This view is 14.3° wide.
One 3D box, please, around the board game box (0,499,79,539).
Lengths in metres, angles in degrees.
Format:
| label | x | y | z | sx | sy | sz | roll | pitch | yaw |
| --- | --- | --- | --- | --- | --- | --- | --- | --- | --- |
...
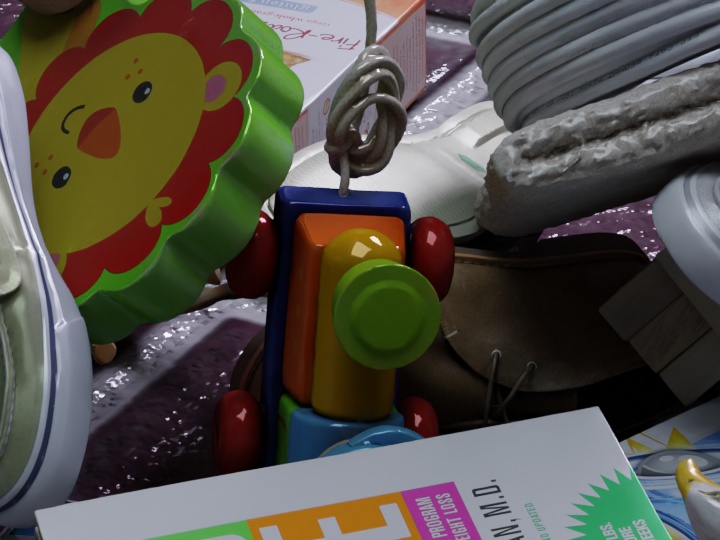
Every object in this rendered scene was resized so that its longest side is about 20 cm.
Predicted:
| label | x | y | z | sx | sy | sz | roll | pitch | yaw |
| --- | --- | --- | --- | --- | --- | --- | --- | --- | --- |
| board game box | -0.049 | 0.138 | 0.976 | 0.200 | 0.035 | 0.126 | 10 | 31 | 19 |

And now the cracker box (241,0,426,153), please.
| label | x | y | z | sx | sy | sz | roll | pitch | yaw |
| --- | --- | --- | --- | --- | --- | --- | --- | --- | --- |
| cracker box | -0.066 | -0.082 | 1.367 | 0.134 | 0.058 | 0.200 | 11 | 30 | 20 |

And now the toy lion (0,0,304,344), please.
| label | x | y | z | sx | sy | sz | roll | pitch | yaw |
| --- | --- | --- | --- | --- | --- | --- | --- | --- | --- |
| toy lion | -0.116 | -0.038 | 1.108 | 0.200 | 0.069 | 0.192 | -41 | 43 | 12 |

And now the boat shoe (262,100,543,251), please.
| label | x | y | z | sx | sy | sz | roll | pitch | yaw |
| --- | --- | --- | --- | --- | --- | --- | --- | --- | --- |
| boat shoe | 0.022 | -0.019 | 1.205 | 0.072 | 0.068 | 0.200 | 40 | 31 | 23 |

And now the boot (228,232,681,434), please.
| label | x | y | z | sx | sy | sz | roll | pitch | yaw |
| --- | --- | --- | --- | --- | --- | --- | --- | --- | --- |
| boot | 0.047 | 0.036 | 1.139 | 0.200 | 0.074 | 0.075 | -12 | 40 | -25 |

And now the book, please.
| label | x | y | z | sx | sy | sz | roll | pitch | yaw |
| --- | --- | --- | --- | --- | --- | --- | --- | --- | --- |
| book | 0.007 | 0.118 | 0.929 | 0.200 | 0.048 | 0.134 | -11 | 41 | -15 |

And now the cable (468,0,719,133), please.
| label | x | y | z | sx | sy | sz | roll | pitch | yaw |
| --- | --- | --- | --- | --- | --- | --- | --- | --- | --- |
| cable | 0.142 | -0.110 | 1.135 | 0.200 | 0.069 | 0.200 | -14 | -9 | -36 |

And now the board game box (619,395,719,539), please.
| label | x | y | z | sx | sy | sz | roll | pitch | yaw |
| --- | --- | --- | --- | --- | --- | --- | --- | --- | --- |
| board game box | 0.161 | 0.094 | 1.057 | 0.200 | 0.034 | 0.135 | -22 | 35 | -35 |

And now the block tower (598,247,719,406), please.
| label | x | y | z | sx | sy | sz | roll | pitch | yaw |
| --- | --- | --- | --- | --- | --- | --- | --- | --- | --- |
| block tower | 0.163 | -0.006 | 1.173 | 0.054 | 0.058 | 0.200 | 50 | 29 | 5 |

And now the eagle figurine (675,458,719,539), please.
| label | x | y | z | sx | sy | sz | roll | pitch | yaw |
| --- | --- | --- | --- | --- | --- | --- | --- | --- | --- |
| eagle figurine | 0.124 | 0.114 | 0.836 | 0.200 | 0.152 | 0.151 | -29 | 24 | -23 |

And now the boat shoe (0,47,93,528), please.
| label | x | y | z | sx | sy | sz | roll | pitch | yaw |
| --- | --- | --- | --- | --- | --- | --- | --- | --- | --- |
| boat shoe | -0.150 | -0.002 | 1.041 | 0.062 | 0.072 | 0.200 | 16 | 50 | -49 |

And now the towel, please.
| label | x | y | z | sx | sy | sz | roll | pitch | yaw |
| --- | --- | --- | --- | --- | --- | --- | --- | --- | --- |
| towel | 0.141 | -0.060 | 1.106 | 0.200 | 0.034 | 0.133 | -17 | -7 | -2 |

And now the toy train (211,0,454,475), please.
| label | x | y | z | sx | sy | sz | roll | pitch | yaw |
| --- | --- | --- | --- | --- | --- | --- | --- | --- | --- |
| toy train | 0.000 | 0.000 | 1.037 | 0.085 | 0.200 | 0.116 | 3 | 11 | -11 |

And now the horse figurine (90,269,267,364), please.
| label | x | y | z | sx | sy | sz | roll | pitch | yaw |
| --- | --- | --- | --- | --- | --- | --- | --- | --- | --- |
| horse figurine | -0.115 | 0.017 | 1.179 | 0.200 | 0.050 | 0.133 | -33 | 27 | -33 |

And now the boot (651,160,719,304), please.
| label | x | y | z | sx | sy | sz | roll | pitch | yaw |
| --- | --- | --- | --- | --- | --- | --- | --- | --- | --- |
| boot | 0.196 | -0.033 | 1.094 | 0.200 | 0.096 | 0.074 | -3 | 55 | -53 |
